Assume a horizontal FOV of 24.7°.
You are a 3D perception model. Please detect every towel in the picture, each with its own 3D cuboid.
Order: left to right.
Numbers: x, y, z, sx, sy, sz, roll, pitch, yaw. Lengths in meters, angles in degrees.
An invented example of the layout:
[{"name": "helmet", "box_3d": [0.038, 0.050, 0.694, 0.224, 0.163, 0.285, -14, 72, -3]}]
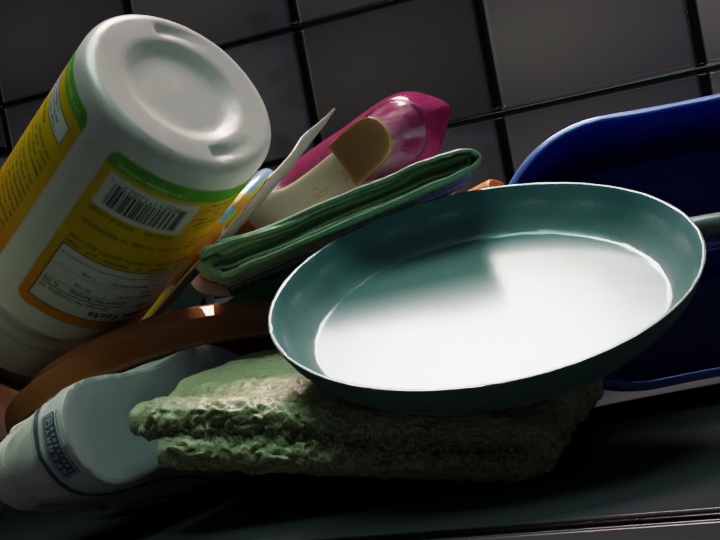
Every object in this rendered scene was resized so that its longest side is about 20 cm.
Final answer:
[{"name": "towel", "box_3d": [-0.014, -0.026, 0.909, 0.152, 0.024, 0.200, -23, -2, -3]}, {"name": "towel", "box_3d": [0.007, 0.062, 0.773, 0.199, 0.037, 0.148, 1, 11, 17]}]

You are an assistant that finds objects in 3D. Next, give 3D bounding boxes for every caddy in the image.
[{"name": "caddy", "box_3d": [0.167, -0.012, 0.846, 0.199, 0.142, 0.105, -11, -12, 3]}]

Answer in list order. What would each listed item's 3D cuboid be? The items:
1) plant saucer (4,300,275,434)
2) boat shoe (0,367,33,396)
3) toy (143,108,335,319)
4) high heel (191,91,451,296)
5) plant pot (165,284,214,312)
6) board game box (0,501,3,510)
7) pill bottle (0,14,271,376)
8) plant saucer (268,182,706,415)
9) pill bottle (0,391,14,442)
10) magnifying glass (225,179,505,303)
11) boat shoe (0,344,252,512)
[{"name": "plant saucer", "box_3d": [-0.107, 0.063, 0.951, 0.199, 0.032, 0.200, -17, -18, -6]}, {"name": "boat shoe", "box_3d": [-0.220, 0.026, 0.992, 0.201, 0.074, 0.063, 22, -59, -42]}, {"name": "toy", "box_3d": [-0.103, -0.021, 0.984, 0.200, 0.047, 0.115, -51, 3, 32]}, {"name": "high heel", "box_3d": [-0.028, -0.049, 1.063, 0.200, 0.067, 0.096, -42, -9, 32]}, {"name": "plant pot", "box_3d": [-0.234, 0.033, 1.399, 0.199, 0.197, 0.196, 2, 7, 25]}, {"name": "board game box", "box_3d": [-0.265, 0.046, 0.858, 0.104, 0.201, 0.103, -12, 2, -1]}, {"name": "pill bottle", "box_3d": [-0.143, -0.032, 0.893, 0.111, 0.111, 0.200, -13, -27, -48]}, {"name": "plant saucer", "box_3d": [0.057, 0.013, 0.747, 0.199, 0.028, 0.200, -10, 25, 5]}, {"name": "pill bottle", "box_3d": [-0.237, 0.076, 1.093, 0.114, 0.115, 0.200, -10, 2, 30]}, {"name": "magnifying glass", "box_3d": [0.000, 0.000, 0.946, 0.199, 0.023, 0.079, -30, -20, 28]}, {"name": "boat shoe", "box_3d": [-0.109, 0.086, 0.826, 0.070, 0.071, 0.200, -27, -9, 25]}]
